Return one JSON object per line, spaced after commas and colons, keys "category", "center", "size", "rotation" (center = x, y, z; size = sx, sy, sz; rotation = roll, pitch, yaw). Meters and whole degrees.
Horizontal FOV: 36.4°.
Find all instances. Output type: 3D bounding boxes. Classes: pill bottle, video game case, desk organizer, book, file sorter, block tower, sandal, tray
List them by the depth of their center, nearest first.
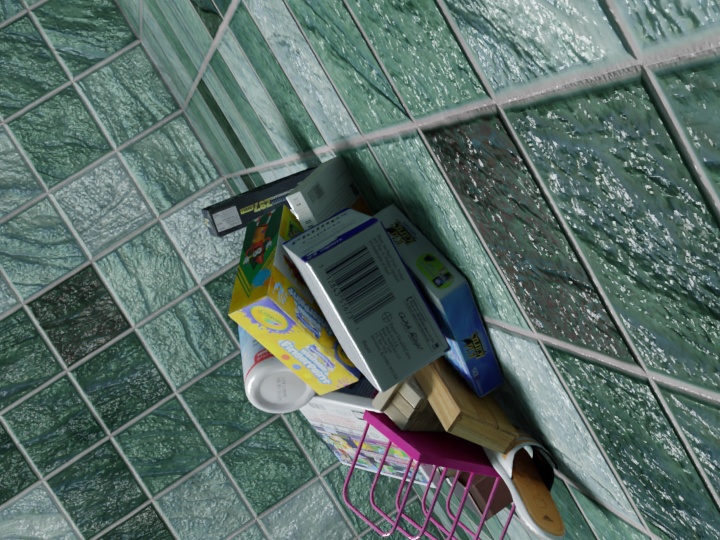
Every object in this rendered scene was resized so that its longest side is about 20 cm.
{"category": "sandal", "center": [0.218, 0.251, 1.373], "size": [0.079, 0.059, 0.207], "rotation": [21, -158, -27]}
{"category": "video game case", "center": [0.095, 0.039, 1.381], "size": [0.181, 0.045, 0.201], "rotation": [51, 170, 46]}
{"category": "tray", "center": [0.124, 0.153, 1.423], "size": [0.098, 0.037, 0.200], "rotation": [25, -163, -28]}
{"category": "file sorter", "center": [0.097, 0.283, 1.446], "size": [0.199, 0.126, 0.139], "rotation": [17, -173, -34]}
{"category": "block tower", "center": [0.102, 0.179, 1.467], "size": [0.199, 0.054, 0.058], "rotation": [13, -155, -51]}
{"category": "book", "center": [-0.017, -0.043, 1.502], "size": [0.201, 0.048, 0.134], "rotation": [62, -149, -14]}
{"category": "video game case", "center": [0.004, 0.242, 1.616], "size": [0.199, 0.023, 0.183], "rotation": [5, 139, 44]}
{"category": "pill bottle", "center": [-0.125, 0.104, 1.621], "size": [0.201, 0.108, 0.109], "rotation": [-104, -8, -47]}
{"category": "desk organizer", "center": [0.194, 0.347, 1.841], "size": [0.072, 0.077, 0.200], "rotation": [59, 172, -10]}

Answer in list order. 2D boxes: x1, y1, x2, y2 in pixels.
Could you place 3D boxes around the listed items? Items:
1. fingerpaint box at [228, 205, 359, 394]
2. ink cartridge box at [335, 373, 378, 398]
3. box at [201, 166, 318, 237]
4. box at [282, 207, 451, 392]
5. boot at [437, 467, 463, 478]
{"category": "fingerpaint box", "center": [-0.080, 0.042, 1.496], "size": [0.200, 0.073, 0.168], "rotation": [45, -145, -35]}
{"category": "ink cartridge box", "center": [-0.009, 0.203, 1.673], "size": [0.199, 0.077, 0.137], "rotation": [13, 145, 34]}
{"category": "box", "center": [-0.155, -0.112, 1.771], "size": [0.158, 0.198, 0.051], "rotation": [-161, 51, -77]}
{"category": "box", "center": [0.004, 0.029, 1.354], "size": [0.185, 0.104, 0.200], "rotation": [61, 173, -13]}
{"category": "boot", "center": [0.148, 0.238, 1.801], "size": [0.074, 0.096, 0.202], "rotation": [2, -105, -55]}
